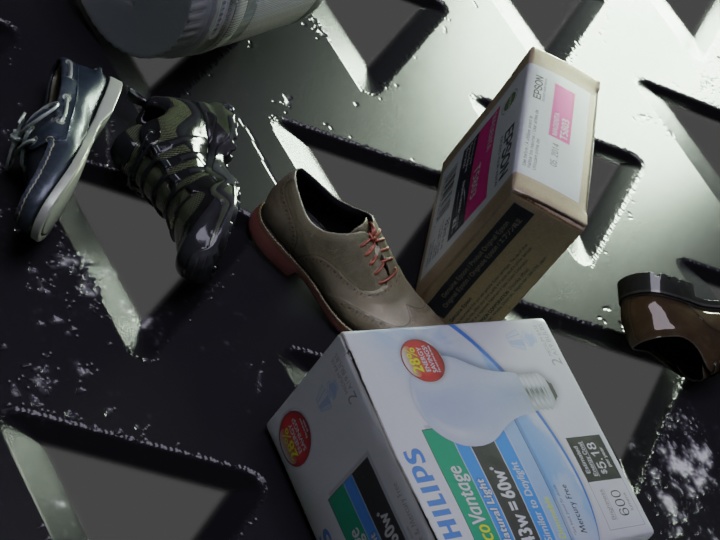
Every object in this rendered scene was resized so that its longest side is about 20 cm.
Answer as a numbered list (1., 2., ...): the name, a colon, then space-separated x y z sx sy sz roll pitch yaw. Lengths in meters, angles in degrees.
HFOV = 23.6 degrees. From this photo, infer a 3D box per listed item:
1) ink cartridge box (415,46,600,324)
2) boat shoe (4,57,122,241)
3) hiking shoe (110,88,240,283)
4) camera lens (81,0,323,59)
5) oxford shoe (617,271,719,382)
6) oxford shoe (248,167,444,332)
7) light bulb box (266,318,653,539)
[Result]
1. ink cartridge box: 0.126 -0.066 1.471 0.075 0.165 0.201 27 42 -12
2. boat shoe: -0.234 -0.099 1.316 0.062 0.075 0.201 28 40 -12
3. hiking shoe: -0.151 -0.066 1.359 0.100 0.076 0.201 12 37 -15
4. camera lens: -0.128 -0.275 1.486 0.160 0.160 0.199 49 42 13
5. oxford shoe: 0.317 0.068 1.567 0.199 0.073 0.085 13 63 -23
6. oxford shoe: 0.000 0.000 1.390 0.200 0.075 0.071 39 40 1
7. light bulb box: 0.071 0.151 1.265 0.199 0.125 0.199 -3 55 -38
